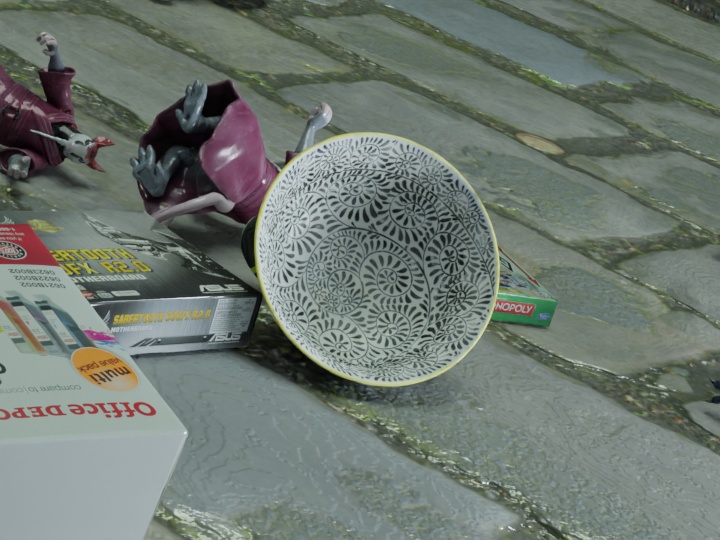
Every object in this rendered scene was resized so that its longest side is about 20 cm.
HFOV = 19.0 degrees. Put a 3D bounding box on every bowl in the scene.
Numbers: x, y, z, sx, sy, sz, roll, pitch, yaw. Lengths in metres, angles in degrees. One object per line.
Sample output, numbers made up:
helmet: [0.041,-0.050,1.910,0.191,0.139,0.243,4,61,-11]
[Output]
bowl: [0.000,0.000,1.684,0.201,0.201,0.094,12,-16,-17]

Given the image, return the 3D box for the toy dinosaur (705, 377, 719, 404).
toy dinosaur: [0.381,0.116,1.857,0.181,0.105,0.200,18,52,-41]

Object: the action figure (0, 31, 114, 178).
action figure: [-0.312,-0.130,1.881,0.200,0.134,0.149,29,-25,-5]

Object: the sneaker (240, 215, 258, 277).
sneaker: [-0.008,0.006,1.781,0.200,0.075,0.076,22,5,-11]

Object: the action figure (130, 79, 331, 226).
action figure: [-0.095,-0.078,1.845,0.200,0.134,0.149,36,38,-49]

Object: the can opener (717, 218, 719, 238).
can opener: [0.462,-0.032,2.311,0.200,0.067,0.053,7,20,-42]

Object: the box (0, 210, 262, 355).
box: [-0.198,0.008,1.617,0.200,0.048,0.158,-1,27,-45]

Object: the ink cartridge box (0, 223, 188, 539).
ink cartridge box: [-0.219,0.087,1.188,0.145,0.145,0.200,-1,36,-42]

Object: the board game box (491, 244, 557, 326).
board game box: [0.074,-0.010,1.946,0.134,0.029,0.200,8,21,-29]
